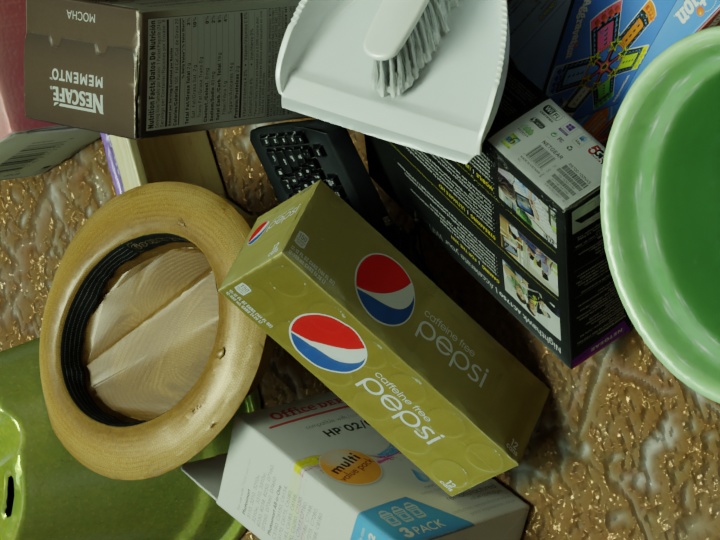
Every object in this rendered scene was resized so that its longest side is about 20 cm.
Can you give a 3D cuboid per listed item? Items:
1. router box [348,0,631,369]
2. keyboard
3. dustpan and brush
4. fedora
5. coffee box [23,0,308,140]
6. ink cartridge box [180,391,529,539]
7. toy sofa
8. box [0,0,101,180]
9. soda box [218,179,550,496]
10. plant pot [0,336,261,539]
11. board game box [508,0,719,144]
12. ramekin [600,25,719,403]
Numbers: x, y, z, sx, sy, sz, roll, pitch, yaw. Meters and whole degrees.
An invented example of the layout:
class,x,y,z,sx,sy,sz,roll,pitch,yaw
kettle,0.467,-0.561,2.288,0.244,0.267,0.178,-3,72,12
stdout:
class,x,y,z,sx,sy,sz,roll,pitch,yaw
router box,0.075,-0.058,1.557,0.200,0.051,0.150,45,158,32
keyboard,0.000,0.000,1.642,0.104,0.040,0.201,-7,119,42
dustpan and brush,0.040,-0.174,1.499,0.139,0.057,0.201,18,74,28
fedora,-0.117,0.042,1.717,0.200,0.082,0.202,-9,75,38
coffee box,-0.097,-0.135,1.663,0.113,0.199,0.080,15,108,45
ink cartridge box,-0.007,0.135,1.682,0.200,0.115,0.068,34,122,37
toy sofa,-0.151,-0.099,1.816,0.097,0.083,0.201,-24,80,46
box,-0.264,-0.173,1.904,0.128,0.109,0.201,-27,78,47
soda box,0.016,0.042,1.597,0.200,0.064,0.068,41,139,-18
plant pot,-0.197,0.119,1.835,0.200,0.183,0.202,13,108,45
board game box,0.156,-0.161,1.517,0.200,0.019,0.103,-47,63,42
ramekin,0.230,-0.032,1.404,0.199,0.097,0.202,11,106,46
